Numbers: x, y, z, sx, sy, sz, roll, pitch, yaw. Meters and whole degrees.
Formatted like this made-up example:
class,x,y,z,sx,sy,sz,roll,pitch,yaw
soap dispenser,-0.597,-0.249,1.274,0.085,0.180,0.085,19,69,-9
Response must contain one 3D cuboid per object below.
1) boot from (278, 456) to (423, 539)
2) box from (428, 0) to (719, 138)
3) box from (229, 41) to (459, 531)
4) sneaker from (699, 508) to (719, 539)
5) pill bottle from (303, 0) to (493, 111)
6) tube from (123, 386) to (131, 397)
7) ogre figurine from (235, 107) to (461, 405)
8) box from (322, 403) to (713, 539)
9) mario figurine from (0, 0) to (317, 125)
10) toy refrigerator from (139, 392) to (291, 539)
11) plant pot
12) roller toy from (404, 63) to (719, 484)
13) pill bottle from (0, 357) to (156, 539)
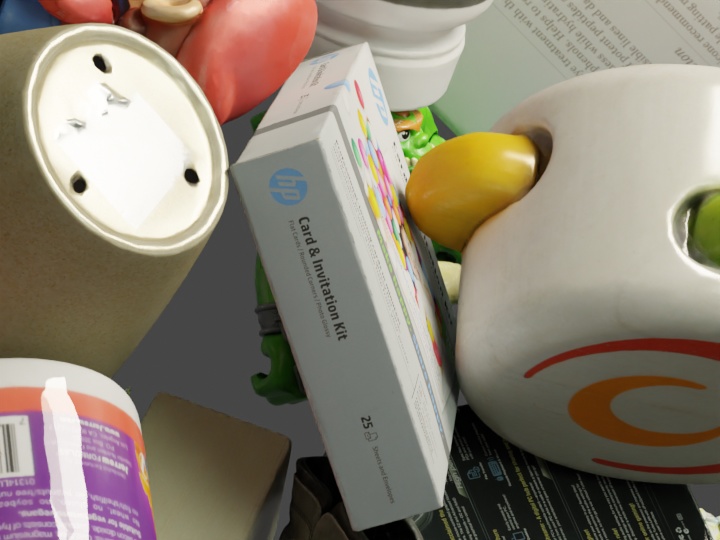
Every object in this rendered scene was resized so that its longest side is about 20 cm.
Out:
class,x,y,z,sx,sy,sz,roll,pitch,yaw
boot,-0.004,0.166,0.996,0.068,0.131,0.200,6,25,-26
box,0.111,-0.172,1.305,0.199,0.171,0.200,43,31,-20
box,0.000,0.000,1.043,0.200,0.041,0.156,-74,147,-75
sneaker,0.196,0.141,1.215,0.200,0.131,0.080,38,47,-24
pill bottle,0.021,-0.180,1.130,0.114,0.200,0.114,13,32,-9
tube,-0.153,0.126,1.001,0.052,0.058,0.200,60,43,-16
ogre figurine,-0.003,-0.024,1.206,0.200,0.098,0.120,-28,108,-33
box,0.088,0.151,1.117,0.160,0.044,0.200,-10,61,-25
mario figurine,-0.117,-0.122,1.050,0.200,0.106,0.123,7,16,-2
toy refrigerator,-0.097,0.151,1.019,0.070,0.076,0.200,19,49,6
plant pot,-0.147,-0.012,0.977,0.187,0.200,0.187,21,56,-36
roller toy,0.133,0.000,1.090,0.182,0.200,0.140,51,38,-53
pill bottle,-0.122,0.142,0.892,0.111,0.111,0.200,16,50,-38
